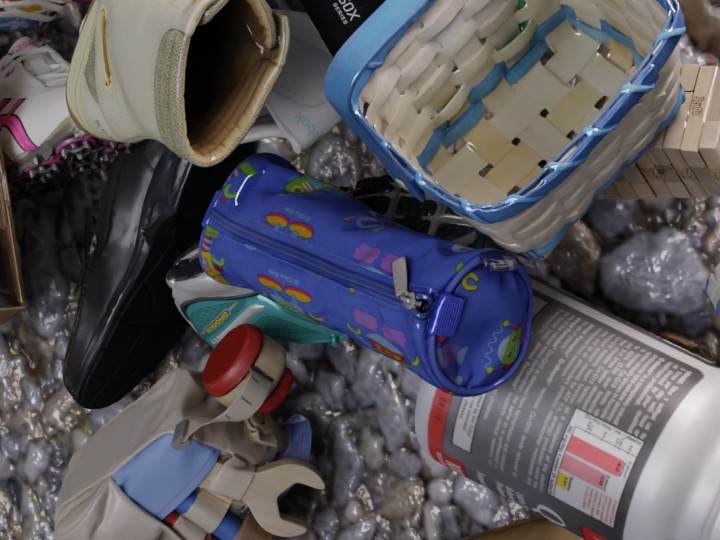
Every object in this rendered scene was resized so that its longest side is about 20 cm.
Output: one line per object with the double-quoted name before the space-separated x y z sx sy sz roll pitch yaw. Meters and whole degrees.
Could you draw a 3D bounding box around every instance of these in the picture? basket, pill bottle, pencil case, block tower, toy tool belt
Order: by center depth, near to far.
"basket" 0.069 -0.105 1.324 0.176 0.200 0.139 -46 63 -8
"pencil case" 0.000 0.000 1.412 0.200 0.087 0.078 24 92 40
"pill bottle" 0.139 0.089 1.433 0.200 0.116 0.116 27 109 24
"block tower" 0.111 -0.074 1.451 0.200 0.054 0.058 2 62 29
"toy tool belt" -0.080 0.119 1.571 0.123 0.125 0.200 36 126 -21

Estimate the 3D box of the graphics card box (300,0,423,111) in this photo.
"graphics card box" -0.017 -0.197 1.435 0.051 0.125 0.200 -23 109 19

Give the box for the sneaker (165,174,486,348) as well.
"sneaker" -0.013 0.000 1.544 0.200 0.078 0.080 -14 117 27

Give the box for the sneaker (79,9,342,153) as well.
"sneaker" -0.094 -0.108 1.517 0.200 0.089 0.075 10 145 36

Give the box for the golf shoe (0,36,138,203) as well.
"golf shoe" -0.191 -0.094 1.576 0.200 0.073 0.092 -15 90 62

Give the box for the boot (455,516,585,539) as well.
"boot" 0.059 0.234 1.527 0.200 0.066 0.175 -11 92 29

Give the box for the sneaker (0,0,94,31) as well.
"sneaker" -0.184 -0.173 1.567 0.200 0.075 0.090 49 124 60

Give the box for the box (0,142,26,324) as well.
"box" -0.236 -0.044 1.599 0.200 0.021 0.164 157 104 -71

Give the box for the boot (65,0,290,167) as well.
"boot" -0.087 -0.158 1.414 0.155 0.072 0.200 20 96 62

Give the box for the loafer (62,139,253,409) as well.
"loafer" -0.133 -0.014 1.604 0.072 0.073 0.200 32 101 31

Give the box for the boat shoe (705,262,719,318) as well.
"boat shoe" 0.267 -0.016 1.369 0.200 0.072 0.072 -45 59 37
